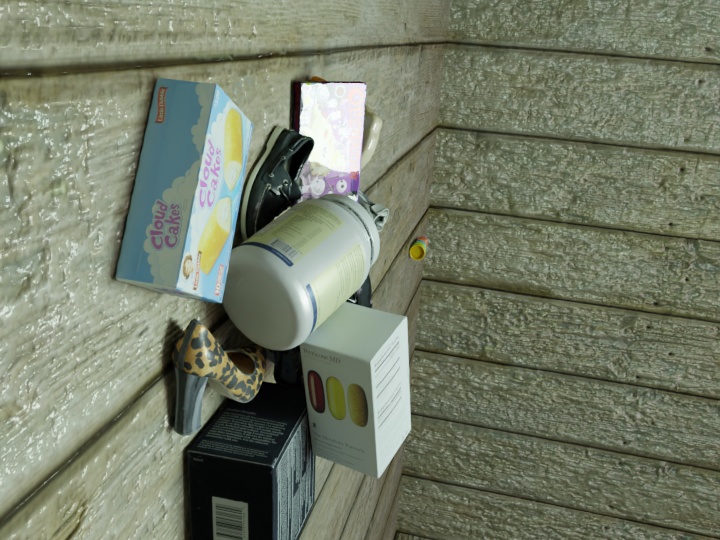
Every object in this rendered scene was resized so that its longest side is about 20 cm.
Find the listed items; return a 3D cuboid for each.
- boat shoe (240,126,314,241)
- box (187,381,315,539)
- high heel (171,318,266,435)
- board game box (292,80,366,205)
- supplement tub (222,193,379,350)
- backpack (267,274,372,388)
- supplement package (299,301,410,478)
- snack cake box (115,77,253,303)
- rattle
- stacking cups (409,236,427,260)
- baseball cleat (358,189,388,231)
[{"bbox_3d":[-0.111,-0.120,1.022,0.075,0.065,0.201,87,16,-49],"label":"boat shoe"},{"bbox_3d":[-0.142,0.289,1.006,0.199,0.122,0.203,-53,148,-67],"label":"box"},{"bbox_3d":[-0.160,0.095,0.899,0.200,0.071,0.144,-42,146,-59],"label":"high heel"},{"bbox_3d":[-0.053,-0.200,1.171,0.119,0.032,0.203,-11,115,-34],"label":"board game box"},{"bbox_3d":[-0.076,-0.005,0.963,0.200,0.144,0.146,-42,142,-44],"label":"supplement tub"},{"bbox_3d":[-0.062,0.076,1.137,0.200,0.153,0.193,-33,140,-57],"label":"backpack"},{"bbox_3d":[-0.003,0.161,1.005,0.110,0.113,0.202,-45,139,-48],"label":"supplement package"},{"bbox_3d":[-0.173,-0.076,0.740,0.115,0.066,0.203,43,55,-77],"label":"snack cake box"},{"bbox_3d":[-0.061,-0.203,1.241,0.201,0.130,0.142,-54,156,16],"label":"rattle"},{"bbox_3d":[0.229,-0.095,2.784,0.200,0.060,0.061,-56,152,-69],"label":"stacking cups"},{"bbox_3d":[-0.003,-0.119,1.366,0.201,0.105,0.070,-94,-165,-54],"label":"baseball cleat"}]
